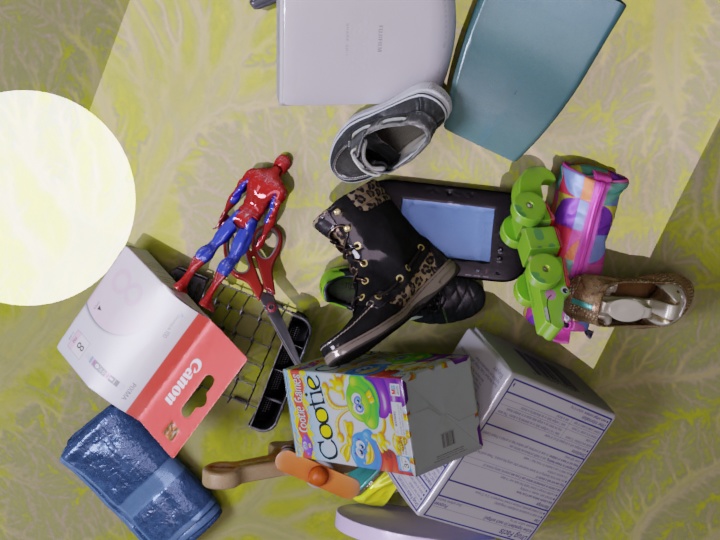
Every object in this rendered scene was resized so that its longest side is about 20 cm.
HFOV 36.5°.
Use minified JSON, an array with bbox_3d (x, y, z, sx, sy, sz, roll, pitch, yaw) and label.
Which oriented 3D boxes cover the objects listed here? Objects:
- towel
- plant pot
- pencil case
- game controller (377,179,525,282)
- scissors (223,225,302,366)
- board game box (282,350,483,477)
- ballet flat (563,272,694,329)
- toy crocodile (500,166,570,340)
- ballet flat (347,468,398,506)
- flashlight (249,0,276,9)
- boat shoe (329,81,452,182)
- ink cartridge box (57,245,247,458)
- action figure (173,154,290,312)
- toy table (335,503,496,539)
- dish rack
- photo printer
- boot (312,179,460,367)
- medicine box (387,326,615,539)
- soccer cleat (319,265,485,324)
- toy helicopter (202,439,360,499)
[{"bbox_3d":[-0.274,0.264,1.372,0.111,0.049,0.200,-40,97,10],"label":"towel"},{"bbox_3d":[0.173,-0.234,1.194,0.140,0.142,0.201,25,111,-2],"label":"plant pot"},{"bbox_3d":[0.247,-0.022,1.258,0.088,0.088,0.202,11,102,1],"label":"pencil case"},{"bbox_3d":[0.099,-0.046,1.274,0.198,0.042,0.105,6,77,3],"label":"game controller"},{"bbox_3d":[-0.115,0.036,1.283,0.072,0.014,0.202,-11,72,-2],"label":"scissors"},{"bbox_3d":[0.020,0.149,1.187,0.199,0.104,0.104,-3,98,49],"label":"board game box"},{"bbox_3d":[0.316,0.041,1.231,0.198,0.065,0.071,-2,109,-29],"label":"ballet flat"},{"bbox_3d":[0.198,-0.021,1.202,0.061,0.068,0.202,-3,62,-9],"label":"toy crocodile"},{"bbox_3d":[0.065,0.216,1.339,0.067,0.067,0.200,35,106,-26],"label":"ballet flat"},{"bbox_3d":[-0.041,-0.359,1.211,0.199,0.068,0.068,-22,97,9],"label":"flashlight"},{"bbox_3d":[0.018,-0.140,1.203,0.072,0.071,0.200,41,143,-12],"label":"boat shoe"},{"bbox_3d":[-0.251,0.095,1.291,0.200,0.057,0.163,45,105,27],"label":"ink cartridge box"},{"bbox_3d":[-0.141,-0.051,1.278,0.065,0.052,0.201,32,86,14],"label":"action figure"},{"bbox_3d":[0.062,0.359,1.316,0.199,0.183,0.118,5,92,34],"label":"toy table"},{"bbox_3d":[-0.169,0.089,1.324,0.198,0.055,0.155,22,102,-1],"label":"dish rack"},{"bbox_3d":[0.007,-0.264,1.201,0.198,0.070,0.168,-2,118,-10],"label":"photo printer"},{"bbox_3d":[0.000,0.000,1.203,0.200,0.073,0.151,-36,85,-27],"label":"boot"},{"bbox_3d":[0.159,0.196,1.262,0.181,0.103,0.201,24,105,-34],"label":"medicine box"},{"bbox_3d":[0.048,0.032,1.283,0.198,0.081,0.068,5,103,2],"label":"soccer cleat"},{"bbox_3d":[-0.087,0.231,1.279,0.198,0.132,0.080,-6,104,-29],"label":"toy helicopter"}]
